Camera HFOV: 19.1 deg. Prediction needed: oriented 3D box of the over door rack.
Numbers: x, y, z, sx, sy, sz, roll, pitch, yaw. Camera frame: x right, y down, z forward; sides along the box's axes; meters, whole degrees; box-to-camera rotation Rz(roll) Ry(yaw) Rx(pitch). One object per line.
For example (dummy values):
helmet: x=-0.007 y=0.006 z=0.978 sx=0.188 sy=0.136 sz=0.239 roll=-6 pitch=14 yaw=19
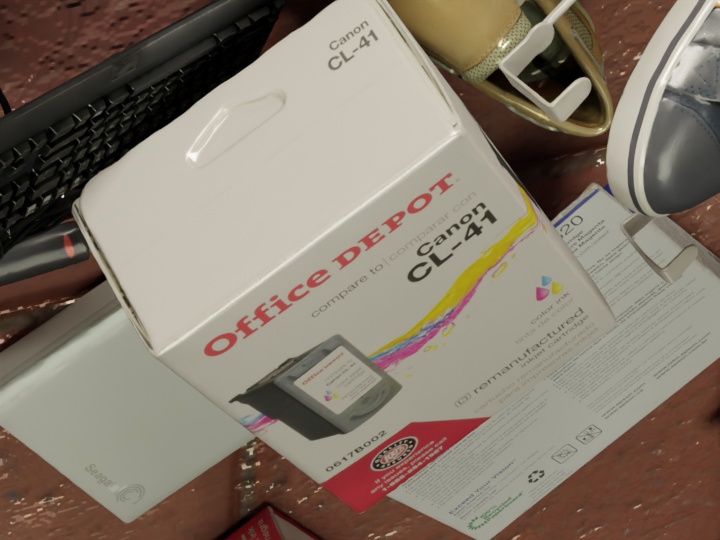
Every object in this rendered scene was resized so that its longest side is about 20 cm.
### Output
over door rack: x=0.136 y=-0.119 z=0.884 sx=0.200 sy=0.067 sz=0.148 roll=-56 pitch=141 yaw=-9

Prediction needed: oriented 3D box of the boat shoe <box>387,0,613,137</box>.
boat shoe: x=0.041 y=-0.110 z=0.854 sx=0.200 sy=0.076 sz=0.072 roll=23 pitch=118 yaw=-44

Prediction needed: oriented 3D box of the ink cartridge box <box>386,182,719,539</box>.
ink cartridge box: x=0.080 y=0.041 z=1.058 sx=0.196 sy=0.043 sz=0.200 roll=-40 pitch=143 yaw=14

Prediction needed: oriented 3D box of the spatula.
spatula: x=-0.101 y=-0.019 z=0.899 sx=0.199 sy=0.021 sz=0.057 roll=-16 pitch=108 yaw=-8

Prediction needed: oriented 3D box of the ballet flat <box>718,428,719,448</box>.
ballet flat: x=0.253 y=0.039 z=1.151 sx=0.062 sy=0.068 sz=0.200 roll=5 pitch=130 yaw=-22

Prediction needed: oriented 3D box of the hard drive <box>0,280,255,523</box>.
hard drive: x=-0.061 y=0.028 z=0.980 sx=0.200 sy=0.026 sz=0.132 roll=-35 pitch=140 yaw=6

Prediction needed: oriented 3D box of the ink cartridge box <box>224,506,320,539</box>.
ink cartridge box: x=-0.074 y=0.237 z=1.147 sx=0.200 sy=0.084 sz=0.145 roll=-38 pitch=140 yaw=9

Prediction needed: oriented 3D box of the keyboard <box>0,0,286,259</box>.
keyboard: x=-0.108 y=-0.040 z=0.807 sx=0.200 sy=0.021 sz=0.127 roll=-35 pitch=170 yaw=-41

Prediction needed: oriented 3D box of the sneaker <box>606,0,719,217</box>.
sneaker: x=0.180 y=-0.094 z=0.832 sx=0.200 sy=0.079 sz=0.078 roll=-50 pitch=141 yaw=-14

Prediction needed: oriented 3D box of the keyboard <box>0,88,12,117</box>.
keyboard: x=-0.135 y=-0.086 z=0.752 sx=0.040 sy=0.104 sz=0.200 roll=13 pitch=131 yaw=-4

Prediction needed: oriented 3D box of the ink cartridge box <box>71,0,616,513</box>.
ink cartridge box: x=0.000 y=0.000 z=0.861 sx=0.147 sy=0.086 sz=0.200 roll=-36 pitch=149 yaw=6
